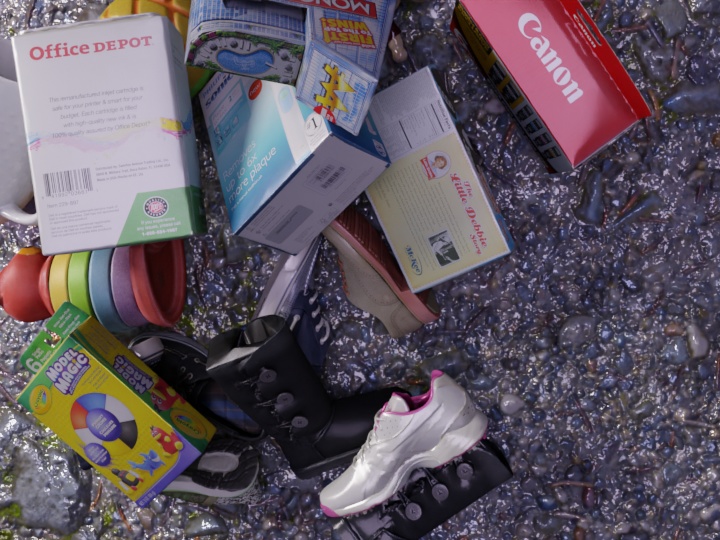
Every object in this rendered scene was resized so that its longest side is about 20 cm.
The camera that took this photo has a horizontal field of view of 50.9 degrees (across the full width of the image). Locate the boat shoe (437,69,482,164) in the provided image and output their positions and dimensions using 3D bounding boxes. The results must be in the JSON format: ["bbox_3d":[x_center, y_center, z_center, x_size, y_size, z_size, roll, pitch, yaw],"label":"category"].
[{"bbox_3d":[0.100,-0.116,0.819,0.064,0.072,0.204,-7,98,-1],"label":"boat shoe"}]

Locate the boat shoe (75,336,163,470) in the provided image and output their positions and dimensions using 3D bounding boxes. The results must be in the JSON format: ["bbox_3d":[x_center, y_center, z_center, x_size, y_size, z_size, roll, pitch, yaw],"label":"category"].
[{"bbox_3d":[-0.266,0.150,0.838,0.199,0.074,0.094,-33,85,37],"label":"boat shoe"}]

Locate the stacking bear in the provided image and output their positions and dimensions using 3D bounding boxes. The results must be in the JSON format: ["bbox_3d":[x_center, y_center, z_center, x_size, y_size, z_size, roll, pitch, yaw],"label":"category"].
[{"bbox_3d":[-0.305,0.013,0.838,0.196,0.122,0.116,-4,104,7],"label":"stacking bear"}]

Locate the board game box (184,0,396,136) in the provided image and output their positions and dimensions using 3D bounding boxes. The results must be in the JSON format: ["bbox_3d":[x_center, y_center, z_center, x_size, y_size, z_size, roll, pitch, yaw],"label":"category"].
[{"bbox_3d":[-0.049,-0.215,0.665,0.196,0.202,0.062,7,139,-16],"label":"board game box"}]

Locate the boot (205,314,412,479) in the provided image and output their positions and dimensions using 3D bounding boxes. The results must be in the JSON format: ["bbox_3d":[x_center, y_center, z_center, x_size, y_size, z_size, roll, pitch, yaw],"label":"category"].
[{"bbox_3d":[-0.047,0.120,0.804,0.163,0.066,0.201,-30,120,1],"label":"boot"}]

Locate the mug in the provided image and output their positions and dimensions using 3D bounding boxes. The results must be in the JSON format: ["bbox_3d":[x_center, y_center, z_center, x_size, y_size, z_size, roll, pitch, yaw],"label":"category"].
[{"bbox_3d":[-0.381,-0.131,0.802,0.199,0.147,0.177,34,110,18],"label":"mug"}]

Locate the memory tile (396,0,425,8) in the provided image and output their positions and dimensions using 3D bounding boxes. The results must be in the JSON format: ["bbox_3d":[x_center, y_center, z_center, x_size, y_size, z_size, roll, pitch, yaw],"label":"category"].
[{"bbox_3d":[0.022,-0.347,0.784,0.198,0.017,0.155,-26,100,-17],"label":"memory tile"}]

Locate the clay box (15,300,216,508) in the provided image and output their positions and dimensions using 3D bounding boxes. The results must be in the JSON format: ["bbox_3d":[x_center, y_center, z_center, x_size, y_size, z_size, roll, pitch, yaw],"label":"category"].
[{"bbox_3d":[-0.257,0.137,0.765,0.200,0.048,0.115,43,116,-9],"label":"clay box"}]

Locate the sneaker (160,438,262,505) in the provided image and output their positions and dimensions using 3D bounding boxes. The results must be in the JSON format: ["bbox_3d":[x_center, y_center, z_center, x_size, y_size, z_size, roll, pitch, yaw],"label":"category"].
[{"bbox_3d":[-0.198,0.243,0.870,0.197,0.078,0.089,2,134,21],"label":"sneaker"}]

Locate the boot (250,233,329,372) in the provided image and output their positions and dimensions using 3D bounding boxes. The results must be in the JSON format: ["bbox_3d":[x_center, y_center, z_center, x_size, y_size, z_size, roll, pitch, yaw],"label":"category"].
[{"bbox_3d":[-0.067,0.046,0.851,0.089,0.073,0.202,24,99,-13],"label":"boot"}]

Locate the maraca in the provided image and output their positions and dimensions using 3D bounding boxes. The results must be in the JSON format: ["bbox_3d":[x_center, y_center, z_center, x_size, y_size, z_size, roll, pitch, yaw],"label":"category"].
[{"bbox_3d":[-0.204,-0.250,0.809,0.199,0.107,0.138,-41,85,-3],"label":"maraca"}]

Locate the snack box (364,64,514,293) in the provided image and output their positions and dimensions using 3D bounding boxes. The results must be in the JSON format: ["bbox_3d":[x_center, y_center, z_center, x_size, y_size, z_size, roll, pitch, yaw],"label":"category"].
[{"bbox_3d":[0.065,-0.090,0.774,0.115,0.037,0.203,-23,97,23],"label":"snack box"}]

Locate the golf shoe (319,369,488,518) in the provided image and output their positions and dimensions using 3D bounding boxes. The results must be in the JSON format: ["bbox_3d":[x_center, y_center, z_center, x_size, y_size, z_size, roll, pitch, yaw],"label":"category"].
[{"bbox_3d":[0.033,0.180,0.790,0.198,0.075,0.092,-33,97,4],"label":"golf shoe"}]

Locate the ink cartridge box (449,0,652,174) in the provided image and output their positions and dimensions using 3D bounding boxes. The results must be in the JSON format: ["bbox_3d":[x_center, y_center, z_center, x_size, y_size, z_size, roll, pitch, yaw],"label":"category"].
[{"bbox_3d":[0.180,-0.203,0.749,0.083,0.176,0.201,-35,91,6],"label":"ink cartridge box"}]

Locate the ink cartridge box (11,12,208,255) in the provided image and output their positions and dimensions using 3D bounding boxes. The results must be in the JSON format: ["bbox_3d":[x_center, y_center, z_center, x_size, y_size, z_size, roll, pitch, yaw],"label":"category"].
[{"bbox_3d":[-0.232,-0.124,0.717,0.143,0.088,0.204,-8,94,-2],"label":"ink cartridge box"}]

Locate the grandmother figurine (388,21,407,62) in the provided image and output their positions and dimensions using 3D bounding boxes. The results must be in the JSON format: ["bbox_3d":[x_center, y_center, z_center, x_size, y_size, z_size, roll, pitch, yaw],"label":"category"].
[{"bbox_3d":[-0.009,-0.244,0.819,0.119,0.061,0.204,1,98,-5],"label":"grandmother figurine"}]

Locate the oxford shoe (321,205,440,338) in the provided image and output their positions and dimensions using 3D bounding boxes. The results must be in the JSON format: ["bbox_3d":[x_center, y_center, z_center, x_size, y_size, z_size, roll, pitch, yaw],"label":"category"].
[{"bbox_3d":[0.000,0.000,0.818,0.073,0.071,0.200,-36,107,22],"label":"oxford shoe"}]

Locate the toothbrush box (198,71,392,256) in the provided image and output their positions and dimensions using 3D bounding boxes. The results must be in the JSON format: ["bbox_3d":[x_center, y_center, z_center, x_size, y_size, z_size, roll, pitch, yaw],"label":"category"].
[{"bbox_3d":[-0.072,-0.143,0.749,0.146,0.085,0.202,-40,51,28],"label":"toothbrush box"}]

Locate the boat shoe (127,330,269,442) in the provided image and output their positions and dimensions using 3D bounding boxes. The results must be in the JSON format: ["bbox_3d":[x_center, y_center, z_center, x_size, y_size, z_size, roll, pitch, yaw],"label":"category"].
[{"bbox_3d":[-0.182,0.131,0.864,0.198,0.057,0.069,28,96,2],"label":"boat shoe"}]

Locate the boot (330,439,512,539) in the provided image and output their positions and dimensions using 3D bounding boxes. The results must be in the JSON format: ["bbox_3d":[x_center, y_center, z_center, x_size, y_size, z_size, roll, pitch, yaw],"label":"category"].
[{"bbox_3d":[0.090,0.278,0.853,0.199,0.066,0.165,-40,93,2],"label":"boot"}]
